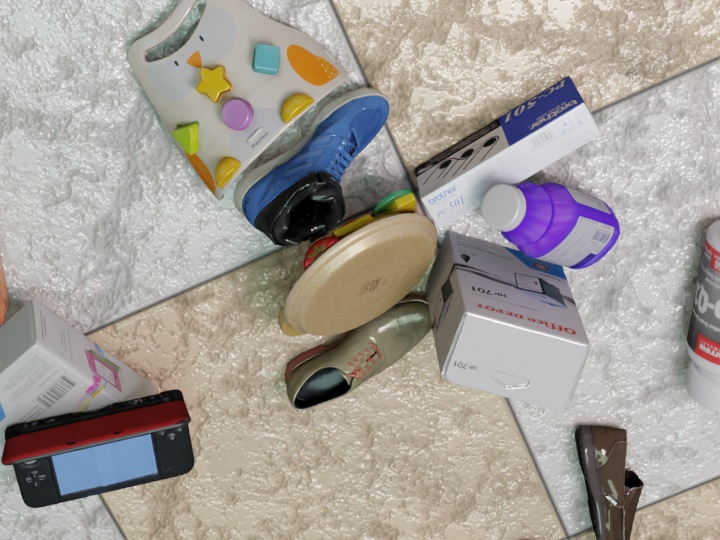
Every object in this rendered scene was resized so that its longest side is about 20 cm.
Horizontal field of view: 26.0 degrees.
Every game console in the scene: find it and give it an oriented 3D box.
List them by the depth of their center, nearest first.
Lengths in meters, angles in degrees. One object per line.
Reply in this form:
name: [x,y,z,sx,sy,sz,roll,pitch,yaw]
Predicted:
game console: [-0.276,0.208,1.682,0.197,0.119,0.174,-11,128,-9]

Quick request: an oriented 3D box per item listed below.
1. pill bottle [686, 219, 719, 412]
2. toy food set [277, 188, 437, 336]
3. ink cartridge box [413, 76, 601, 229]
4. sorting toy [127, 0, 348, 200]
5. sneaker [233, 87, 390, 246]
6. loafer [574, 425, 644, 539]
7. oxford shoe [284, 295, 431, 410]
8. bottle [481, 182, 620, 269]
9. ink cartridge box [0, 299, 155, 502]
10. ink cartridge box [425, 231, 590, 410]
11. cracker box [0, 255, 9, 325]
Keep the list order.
pill bottle: [0.429,0.052,1.756,0.112,0.114,0.203,3,114,-4]
toy food set: [0.000,0.000,1.689,0.196,0.049,0.201,-27,154,-16]
ink cartridge box: [0.155,-0.127,1.672,0.199,0.094,0.044,-30,112,10]
sorting toy: [-0.148,-0.200,1.637,0.200,0.107,0.180,-42,91,15]
sneaker: [-0.030,-0.102,1.638,0.199,0.111,0.077,-36,136,-9]
loafer: [0.308,0.275,1.870,0.070,0.073,0.202,-13,114,4]
oxford shoe: [0.004,0.102,1.776,0.199,0.075,0.071,-34,111,11]
bottle: [0.200,-0.052,1.667,0.084,0.066,0.199,-44,149,24]
ink cartridge box: [-0.342,0.150,1.749,0.144,0.085,0.200,-39,126,14]
ink cartridge box: [0.156,0.052,1.693,0.145,0.201,0.087,15,113,-10]
cracker box: [-0.495,-0.002,1.712,0.197,0.058,0.136,-6,114,-1]
